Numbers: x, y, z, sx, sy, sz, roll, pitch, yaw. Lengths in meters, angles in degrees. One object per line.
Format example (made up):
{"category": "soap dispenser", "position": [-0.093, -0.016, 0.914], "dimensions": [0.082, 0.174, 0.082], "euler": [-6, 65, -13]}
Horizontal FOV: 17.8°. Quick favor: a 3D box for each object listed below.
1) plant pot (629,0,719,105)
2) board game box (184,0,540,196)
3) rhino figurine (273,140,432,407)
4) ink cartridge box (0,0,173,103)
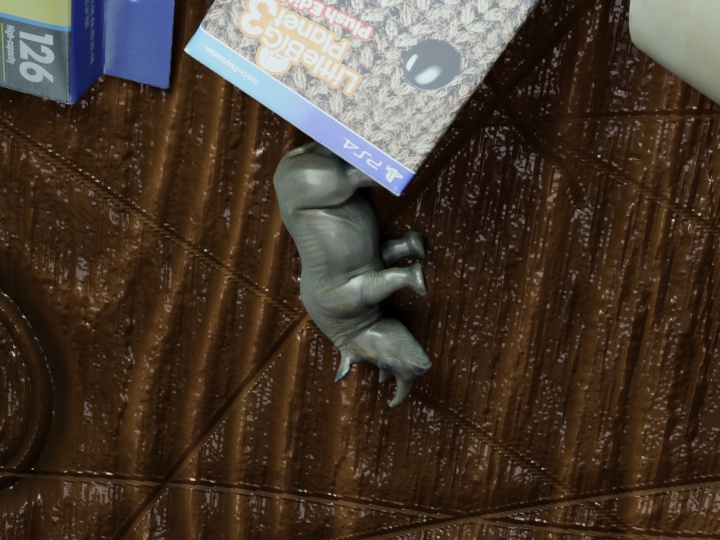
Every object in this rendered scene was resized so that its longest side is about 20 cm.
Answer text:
{"category": "plant pot", "position": [0.255, -0.155, 1.311], "dimensions": [0.173, 0.200, 0.201], "euler": [20, 122, 20]}
{"category": "board game box", "position": [0.018, -0.179, 1.374], "dimensions": [0.159, 0.097, 0.200], "euler": [33, 113, -6]}
{"category": "rhino figurine", "position": [0.000, 0.000, 1.505], "dimensions": [0.087, 0.060, 0.201], "euler": [-10, 113, 10]}
{"category": "ink cartridge box", "position": [-0.215, -0.191, 1.417], "dimensions": [0.199, 0.047, 0.198], "euler": [15, 141, 5]}
